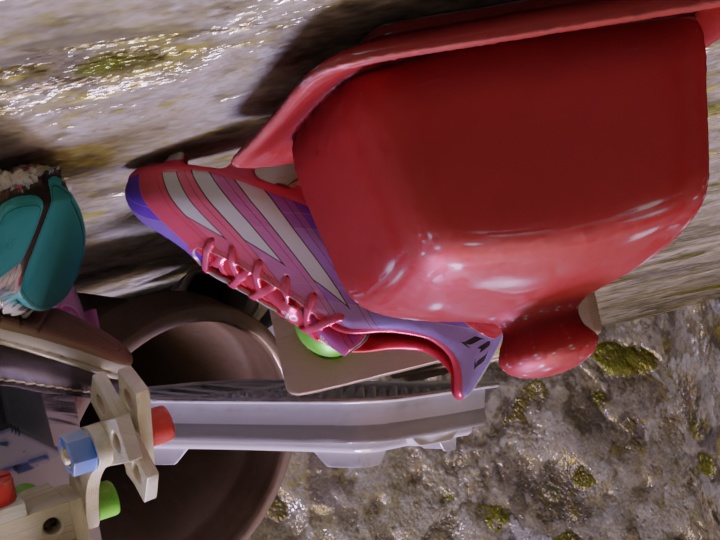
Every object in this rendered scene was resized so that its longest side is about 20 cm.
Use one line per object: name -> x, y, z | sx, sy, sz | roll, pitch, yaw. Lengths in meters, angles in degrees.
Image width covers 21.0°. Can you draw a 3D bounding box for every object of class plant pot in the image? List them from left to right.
plant pot -> -0.168, 0.093, 1.286 | 0.200, 0.201, 0.174 | -8, -158, -42

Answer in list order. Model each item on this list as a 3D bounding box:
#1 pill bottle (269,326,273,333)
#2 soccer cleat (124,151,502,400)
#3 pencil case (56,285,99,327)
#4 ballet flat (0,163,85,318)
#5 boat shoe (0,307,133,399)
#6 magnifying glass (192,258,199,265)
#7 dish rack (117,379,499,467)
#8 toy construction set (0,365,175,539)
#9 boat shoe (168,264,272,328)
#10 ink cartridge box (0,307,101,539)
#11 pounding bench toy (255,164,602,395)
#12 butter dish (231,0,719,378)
pill bottle -> -0.095, 0.060, 1.484 | 0.199, 0.111, 0.111 | -14, 174, 10
soccer cleat -> -0.025, 0.000, 0.929 | 0.199, 0.077, 0.067 | 16, 168, 8
pencil case -> -0.257, 0.048, 1.144 | 0.199, 0.088, 0.087 | -15, 174, 0
ballet flat -> -0.168, -0.020, 0.846 | 0.064, 0.076, 0.200 | 18, 177, 4
boat shoe -> -0.210, 0.037, 0.918 | 0.199, 0.065, 0.072 | 14, -173, -16
magnifying glass -> -0.012, -0.032, 1.256 | 0.199, 0.022, 0.080 | -13, 175, -16
dish rack -> -0.034, 0.087, 1.124 | 0.199, 0.044, 0.171 | -2, 178, 29
toy construction set -> -0.182, 0.108, 0.894 | 0.199, 0.132, 0.092 | -13, -161, -11
boat shoe -> -0.101, 0.027, 1.344 | 0.062, 0.071, 0.200 | -10, 171, -41
ink cartridge box -> -0.222, 0.083, 0.988 | 0.146, 0.201, 0.086 | -10, 174, -25
pounding bench toy -> 0.000, 0.000, 1.056 | 0.199, 0.125, 0.156 | -16, 173, 30
butter dish -> 0.065, -0.028, 0.827 | 0.199, 0.148, 0.199 | -12, 175, -16
